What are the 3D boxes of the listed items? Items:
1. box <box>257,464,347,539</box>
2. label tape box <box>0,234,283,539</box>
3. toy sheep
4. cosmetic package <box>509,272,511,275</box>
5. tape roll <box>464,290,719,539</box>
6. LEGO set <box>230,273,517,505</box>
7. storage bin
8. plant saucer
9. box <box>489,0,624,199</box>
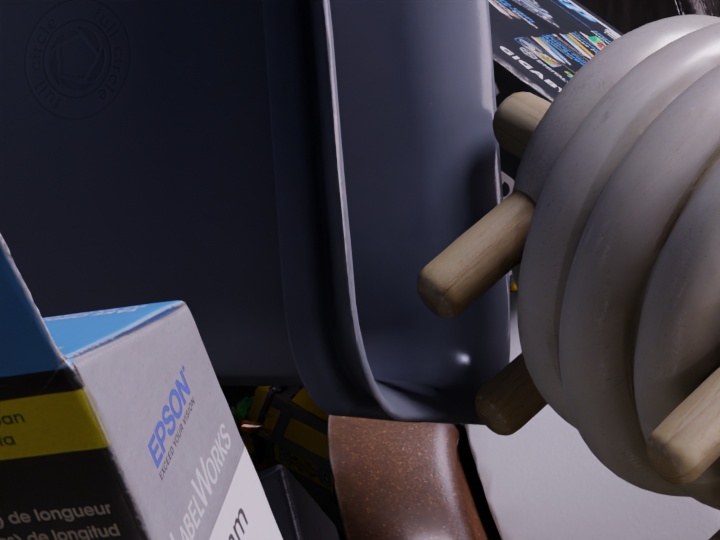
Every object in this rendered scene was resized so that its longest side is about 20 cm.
[{"bbox_3d":[-0.018,0.166,0.833,0.200,0.106,0.123,54,15,-51],"label":"box"},{"bbox_3d":[-0.098,0.059,0.642,0.063,0.143,0.201,-68,145,-52],"label":"label tape box"},{"bbox_3d":[0.095,-0.001,0.727,0.137,0.200,0.139,-24,132,-29],"label":"toy sheep"},{"bbox_3d":[0.074,0.015,1.192,0.107,0.090,0.202,0,86,-66],"label":"cosmetic package"},{"bbox_3d":[0.106,0.092,0.936,0.203,0.070,0.203,59,13,-22],"label":"tape roll"},{"bbox_3d":[0.000,0.000,1.018,0.200,0.115,0.155,-11,123,-60],"label":"LEGO set"},{"bbox_3d":[-0.042,-0.054,0.783,0.145,0.133,0.202,10,76,-68],"label":"storage bin"},{"bbox_3d":[0.048,0.125,0.880,0.200,0.034,0.201,-90,154,-71],"label":"plant saucer"},{"bbox_3d":[0.012,-0.088,0.937,0.046,0.200,0.159,-57,167,16],"label":"box"}]
